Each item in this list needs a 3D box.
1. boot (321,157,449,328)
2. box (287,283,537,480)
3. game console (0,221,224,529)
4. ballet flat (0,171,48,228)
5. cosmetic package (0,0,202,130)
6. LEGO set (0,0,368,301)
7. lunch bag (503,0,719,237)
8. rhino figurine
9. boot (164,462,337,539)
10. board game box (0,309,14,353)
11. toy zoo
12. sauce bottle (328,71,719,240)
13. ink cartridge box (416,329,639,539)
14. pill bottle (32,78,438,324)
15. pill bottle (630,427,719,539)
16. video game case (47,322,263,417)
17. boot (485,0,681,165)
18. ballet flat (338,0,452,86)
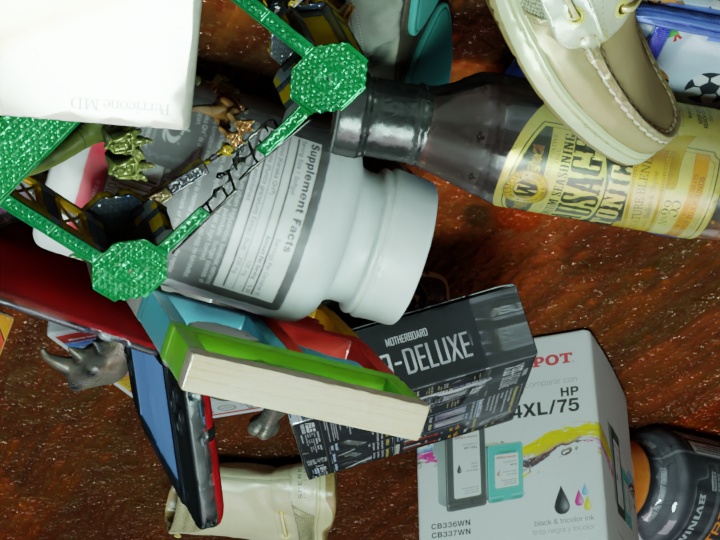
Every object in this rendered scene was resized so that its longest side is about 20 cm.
[{"bbox_3d":[0.000,0.000,0.969,0.150,0.074,0.200,16,140,-41],"label":"boot"},{"bbox_3d":[0.028,0.078,0.998,0.156,0.050,0.200,-16,163,-3],"label":"box"},{"bbox_3d":[-0.166,0.051,0.898,0.118,0.174,0.200,-11,-160,-16],"label":"game console"},{"bbox_3d":[-0.232,-0.082,0.812,0.071,0.070,0.200,-31,149,16],"label":"ballet flat"},{"bbox_3d":[-0.101,-0.158,0.533,0.102,0.073,0.202,3,118,-9],"label":"cosmetic package"},{"bbox_3d":[-0.103,-0.098,0.691,0.153,0.116,0.200,25,117,-38],"label":"LEGO set"},{"bbox_3d":[0.151,-0.090,0.793,0.159,0.076,0.200,7,152,-12],"label":"lunch bag"},{"bbox_3d":[-0.124,0.064,1.062,0.198,0.060,0.088,7,133,-15],"label":"rhino figurine"},{"bbox_3d":[-0.107,0.231,1.427,0.154,0.073,0.200,2,152,-8],"label":"boot"},{"bbox_3d":[-0.355,0.068,0.858,0.199,0.202,0.199,22,179,-39],"label":"board game box"},{"bbox_3d":[-0.057,0.034,0.822,0.130,0.021,0.200,15,-169,-23],"label":"toy zoo"},{"bbox_3d":[0.085,-0.058,0.721,0.198,0.067,0.066,7,153,-4],"label":"sauce bottle"},{"bbox_3d":[0.132,0.173,1.179,0.145,0.202,0.146,-10,151,17],"label":"ink cartridge box"},{"bbox_3d":[-0.064,-0.037,0.807,0.198,0.112,0.111,17,150,-11],"label":"pill bottle"},{"bbox_3d":[0.290,0.200,1.348,0.199,0.107,0.106,15,150,-30],"label":"pill bottle"},{"bbox_3d":[-0.128,0.069,1.161,0.142,0.018,0.200,-10,152,17],"label":"video game case"},{"bbox_3d":[0.123,-0.147,0.614,0.154,0.072,0.201,-22,115,29],"label":"boot"},{"bbox_3d":[0.012,-0.127,0.742,0.063,0.068,0.200,23,156,12],"label":"ballet flat"}]
